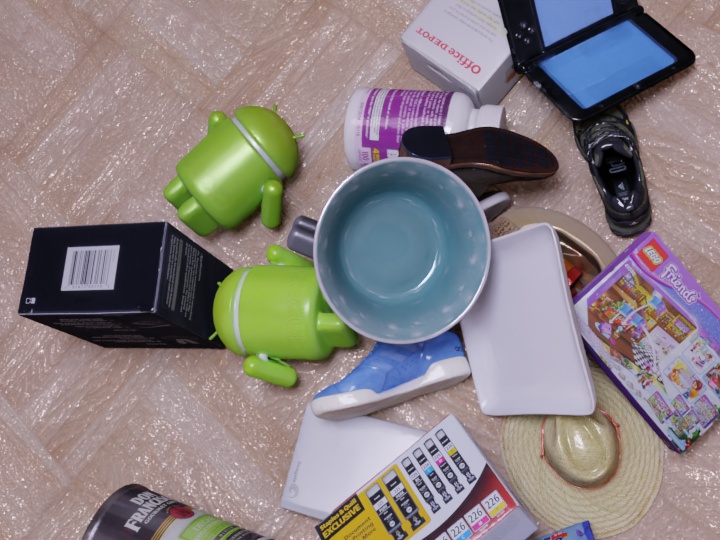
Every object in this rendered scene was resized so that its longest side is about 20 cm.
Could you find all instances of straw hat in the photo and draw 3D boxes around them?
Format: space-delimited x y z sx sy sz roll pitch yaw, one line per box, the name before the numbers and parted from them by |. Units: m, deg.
straw hat | 0.244 0.190 0.950 0.197 0.085 0.205 -6 71 16

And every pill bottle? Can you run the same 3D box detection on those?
pill bottle | 0.086 -0.175 1.107 0.196 0.112 0.114 6 74 17

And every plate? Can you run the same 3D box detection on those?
plate | 0.180 0.060 0.958 0.032 0.199 0.203 -11 87 -29

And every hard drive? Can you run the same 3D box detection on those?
hard drive | 0.010 0.247 1.039 0.197 0.027 0.134 10 75 21

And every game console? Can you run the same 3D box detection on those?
game console | 0.291 -0.307 1.055 0.198 0.178 0.116 -28 25 -15

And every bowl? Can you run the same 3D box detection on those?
bowl | 0.041 -0.024 0.981 0.197 0.105 0.205 0 94 -7

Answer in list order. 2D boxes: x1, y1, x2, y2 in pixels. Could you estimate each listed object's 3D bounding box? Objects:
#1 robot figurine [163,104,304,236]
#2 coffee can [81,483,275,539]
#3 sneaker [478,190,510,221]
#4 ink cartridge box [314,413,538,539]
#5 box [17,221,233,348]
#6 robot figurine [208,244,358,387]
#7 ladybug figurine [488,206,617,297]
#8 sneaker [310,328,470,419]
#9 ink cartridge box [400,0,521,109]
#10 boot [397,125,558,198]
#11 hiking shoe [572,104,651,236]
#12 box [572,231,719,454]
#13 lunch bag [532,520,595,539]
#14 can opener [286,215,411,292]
robot figurine | -0.169 -0.139 1.167 0.200 0.116 0.176 -42 60 0
coffee can | -0.212 0.355 1.008 0.197 0.146 0.149 14 77 21
sneaker | 0.088 -0.085 1.100 0.197 0.071 0.101 -23 72 14
ink cartridge box | 0.059 0.263 0.935 0.199 0.084 0.176 -40 49 1
box | -0.296 0.026 1.114 0.193 0.200 0.120 -1 72 17
robot figurine | -0.100 0.053 1.089 0.196 0.116 0.178 0 67 18
ladybug figurine | 0.230 0.006 1.024 0.136 0.072 0.200 -46 66 -1
sneaker | 0.025 0.104 1.041 0.197 0.077 0.113 -17 71 -4
ink cartridge box | 0.171 -0.330 1.149 0.145 0.083 0.201 39 86 24
boot | 0.134 -0.117 1.039 0.196 0.098 0.076 6 51 -10
hiking shoe | 0.306 -0.149 1.036 0.075 0.101 0.203 -18 68 10
box | 0.331 0.078 0.940 0.136 0.039 0.201 -40 90 -2
lunch bag | 0.182 0.339 0.850 0.149 0.200 0.095 -24 83 9
can opener | 0.000 0.000 1.066 0.197 0.067 0.054 21 35 -4
